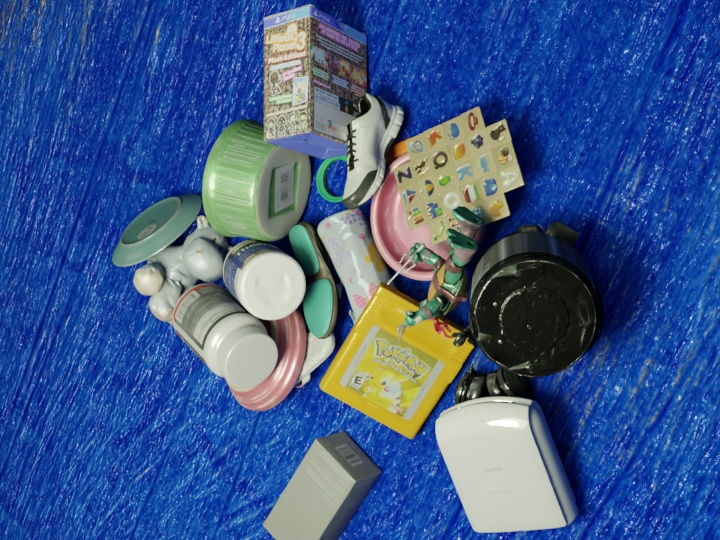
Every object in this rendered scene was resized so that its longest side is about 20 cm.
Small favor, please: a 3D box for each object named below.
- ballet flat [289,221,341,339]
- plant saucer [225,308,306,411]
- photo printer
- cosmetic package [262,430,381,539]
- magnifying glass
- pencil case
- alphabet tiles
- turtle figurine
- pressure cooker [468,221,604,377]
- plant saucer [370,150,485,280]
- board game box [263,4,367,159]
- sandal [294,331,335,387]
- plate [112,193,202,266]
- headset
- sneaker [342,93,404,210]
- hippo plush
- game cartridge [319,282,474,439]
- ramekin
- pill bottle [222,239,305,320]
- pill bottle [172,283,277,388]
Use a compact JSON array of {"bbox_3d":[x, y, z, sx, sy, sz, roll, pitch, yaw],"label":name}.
[{"bbox_3d":[-0.065,0.014,1.552,0.068,0.068,0.202,-16,81,31],"label":"ballet flat"},{"bbox_3d":[-0.174,0.138,1.598,0.200,0.051,0.202,-21,59,40],"label":"plant saucer"},{"bbox_3d":[0.206,0.276,1.336,0.165,0.069,0.201,-13,106,33],"label":"photo printer"},{"bbox_3d":[-0.066,0.382,1.549,0.107,0.090,0.201,43,115,26],"label":"cosmetic package"},{"bbox_3d":[0.008,-0.172,1.533,0.199,0.022,0.080,-21,79,34],"label":"magnifying glass"},{"bbox_3d":[0.000,0.000,1.501,0.091,0.083,0.201,-34,72,43],"label":"pencil case"},{"bbox_3d":[0.142,-0.139,1.373,0.199,0.006,0.168,-21,79,32],"label":"alphabet tiles"},{"bbox_3d":[0.112,0.012,1.344,0.150,0.100,0.201,-96,26,-49],"label":"turtle figurine"},{"bbox_3d":[0.238,0.034,1.282,0.175,0.200,0.180,-19,102,12],"label":"pressure cooker"},{"bbox_3d":[0.110,-0.086,1.437,0.199,0.051,0.202,0,90,33],"label":"plant saucer"},{"bbox_3d":[-0.071,-0.296,1.489,0.096,0.159,0.202,-5,82,34],"label":"board game box"},{"bbox_3d":[-0.109,0.168,1.590,0.202,0.050,0.083,-34,49,33],"label":"sandal"},{"bbox_3d":[-0.379,-0.083,1.704,0.199,0.201,0.026,-12,125,33],"label":"plate"},{"bbox_3d":[0.186,0.179,1.371,0.123,0.094,0.202,-13,94,33],"label":"headset"},{"bbox_3d":[0.002,-0.187,1.452,0.074,0.080,0.201,-20,47,53],"label":"sneaker"},{"bbox_3d":[-0.302,-0.001,1.691,0.160,0.200,0.160,-27,119,12],"label":"hippo plush"},{"bbox_3d":[0.057,0.143,1.442,0.175,0.032,0.201,29,111,-5],"label":"game cartridge"},{"bbox_3d":[-0.165,-0.145,1.547,0.097,0.200,0.202,15,99,25],"label":"ramekin"},{"bbox_3d":[-0.169,0.008,1.554,0.200,0.110,0.112,-151,70,-68],"label":"pill bottle"},{"bbox_3d":[-0.223,0.108,1.539,0.200,0.113,0.115,34,110,49],"label":"pill bottle"}]
